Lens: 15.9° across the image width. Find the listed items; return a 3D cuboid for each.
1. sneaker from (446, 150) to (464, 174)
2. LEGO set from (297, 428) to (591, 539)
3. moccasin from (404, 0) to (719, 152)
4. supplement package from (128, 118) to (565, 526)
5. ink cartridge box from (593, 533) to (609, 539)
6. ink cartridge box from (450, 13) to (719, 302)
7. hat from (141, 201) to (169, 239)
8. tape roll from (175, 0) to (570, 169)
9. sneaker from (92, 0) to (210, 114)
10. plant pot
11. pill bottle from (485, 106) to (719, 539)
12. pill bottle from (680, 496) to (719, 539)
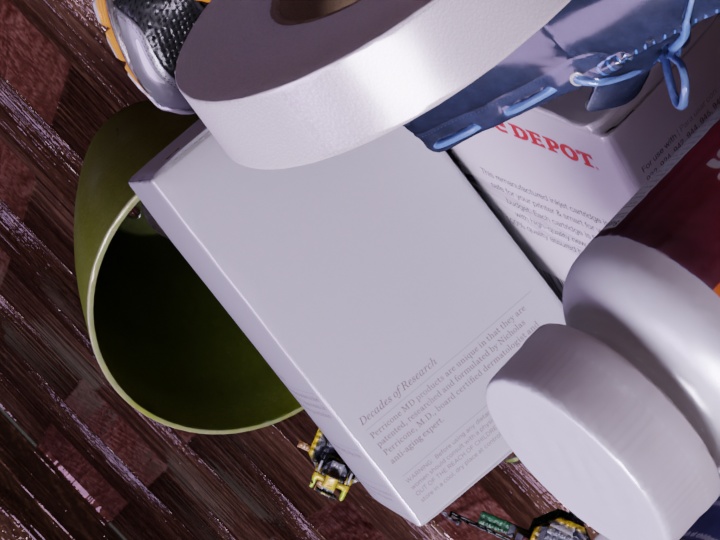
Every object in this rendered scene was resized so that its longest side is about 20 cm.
[{"bbox_3d":[0.093,0.015,1.290,0.200,0.082,0.075,43,-159,9],"label":"sneaker"},{"bbox_3d":[0.064,0.087,1.372,0.199,0.154,0.116,32,-176,2],"label":"LEGO set"},{"bbox_3d":[0.093,-0.098,1.001,0.199,0.081,0.068,-13,119,40],"label":"moccasin"},{"bbox_3d":[0.000,0.000,1.190,0.200,0.117,0.117,52,173,-8],"label":"supplement package"},{"bbox_3d":[0.178,0.153,1.238,0.116,0.200,0.067,37,161,27],"label":"ink cartridge box"},{"bbox_3d":[0.123,-0.035,1.135,0.145,0.084,0.201,26,156,49],"label":"ink cartridge box"},{"bbox_3d":[-0.019,-0.047,1.426,0.199,0.082,0.201,11,160,4],"label":"hat"},{"bbox_3d":[0.019,-0.118,0.998,0.037,0.203,0.202,53,162,-22],"label":"tape roll"},{"bbox_3d":[-0.068,-0.170,1.169,0.077,0.078,0.202,14,105,39],"label":"sneaker"},{"bbox_3d":[-0.102,-0.029,1.587,0.188,0.187,0.200,56,177,-32],"label":"plant pot"},{"bbox_3d":[0.146,0.006,0.970,0.109,0.200,0.110,40,163,15],"label":"pill bottle"},{"bbox_3d":[0.206,0.111,1.070,0.111,0.200,0.111,40,163,15],"label":"pill bottle"}]
